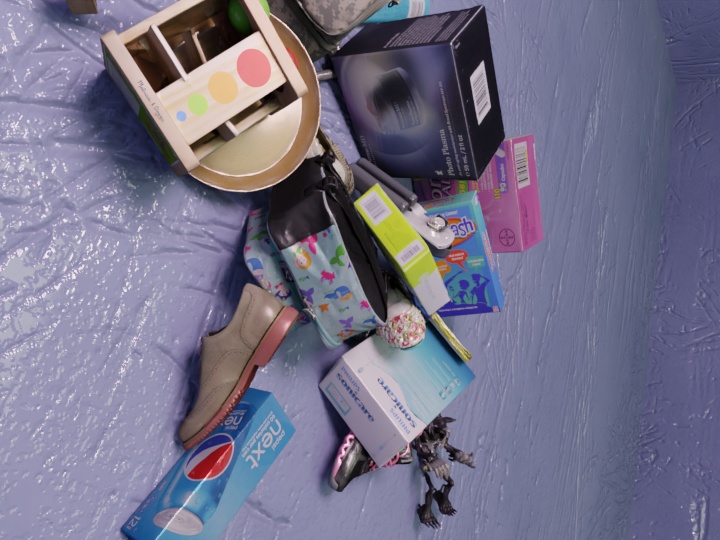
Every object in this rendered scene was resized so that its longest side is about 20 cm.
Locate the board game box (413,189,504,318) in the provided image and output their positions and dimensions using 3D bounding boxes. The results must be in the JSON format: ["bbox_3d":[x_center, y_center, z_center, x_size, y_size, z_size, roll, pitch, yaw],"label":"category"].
[{"bbox_3d":[0.145,-0.020,0.923,0.045,0.148,0.204,-53,128,-52],"label":"board game box"}]

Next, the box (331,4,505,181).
[{"bbox_3d":[0.088,-0.248,0.804,0.124,0.194,0.203,-51,135,-34],"label":"box"}]

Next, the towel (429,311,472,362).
[{"bbox_3d":[0.112,0.058,0.879,0.202,0.018,0.086,54,7,11],"label":"towel"}]

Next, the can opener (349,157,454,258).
[{"bbox_3d":[0.056,-0.090,0.819,0.199,0.067,0.052,41,44,13],"label":"can opener"}]

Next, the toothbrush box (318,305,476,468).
[{"bbox_3d":[0.059,0.164,0.819,0.147,0.086,0.198,49,40,13],"label":"toothbrush box"}]

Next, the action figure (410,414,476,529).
[{"bbox_3d":[0.143,0.332,0.964,0.116,0.101,0.207,-3,94,-38],"label":"action figure"}]

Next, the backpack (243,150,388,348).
[{"bbox_3d":[-0.047,-0.010,0.668,0.202,0.148,0.179,56,11,-30],"label":"backpack"}]

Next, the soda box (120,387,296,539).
[{"bbox_3d":[-0.163,0.231,0.619,0.201,0.063,0.069,-51,127,-38],"label":"soda box"}]

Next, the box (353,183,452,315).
[{"bbox_3d":[0.063,-0.019,0.755,0.047,0.123,0.200,-36,152,1],"label":"box"}]

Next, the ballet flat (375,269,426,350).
[{"bbox_3d":[0.044,0.051,0.805,0.074,0.200,0.065,-24,108,-1],"label":"ballet flat"}]

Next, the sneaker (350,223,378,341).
[{"bbox_3d":[0.000,0.000,0.811,0.086,0.076,0.207,-20,108,-57],"label":"sneaker"}]

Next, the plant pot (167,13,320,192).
[{"bbox_3d":[-0.140,-0.193,0.623,0.194,0.027,0.207,-3,97,-23],"label":"plant pot"}]

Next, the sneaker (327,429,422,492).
[{"bbox_3d":[0.032,0.262,0.820,0.199,0.095,0.080,-37,158,-42],"label":"sneaker"}]

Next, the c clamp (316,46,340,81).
[{"bbox_3d":[-0.070,-0.292,0.761,0.198,0.027,0.176,-25,109,-48],"label":"c clamp"}]

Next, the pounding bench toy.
[{"bbox_3d":[-0.164,-0.222,0.527,0.155,0.124,0.203,-37,109,-15],"label":"pounding bench toy"}]

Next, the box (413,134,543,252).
[{"bbox_3d":[0.200,-0.128,0.955,0.096,0.196,0.181,-22,107,-47],"label":"box"}]

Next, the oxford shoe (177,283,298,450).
[{"bbox_3d":[-0.149,0.104,0.602,0.074,0.070,0.202,36,97,-3],"label":"oxford shoe"}]

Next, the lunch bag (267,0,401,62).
[{"bbox_3d":[-0.057,-0.376,0.650,0.201,0.165,0.141,48,50,-28],"label":"lunch bag"}]

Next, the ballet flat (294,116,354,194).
[{"bbox_3d":[-0.065,-0.158,0.726,0.202,0.067,0.076,57,8,-36],"label":"ballet flat"}]

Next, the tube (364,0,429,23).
[{"bbox_3d":[0.034,-0.428,0.877,0.197,0.050,0.080,-19,100,-44],"label":"tube"}]
